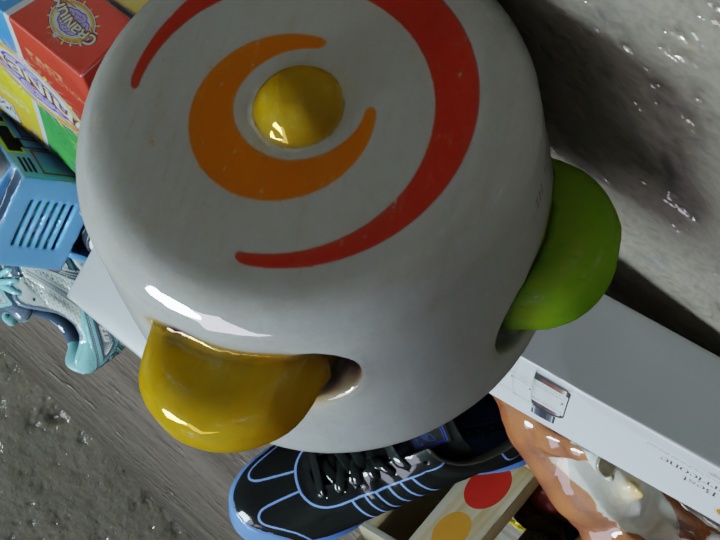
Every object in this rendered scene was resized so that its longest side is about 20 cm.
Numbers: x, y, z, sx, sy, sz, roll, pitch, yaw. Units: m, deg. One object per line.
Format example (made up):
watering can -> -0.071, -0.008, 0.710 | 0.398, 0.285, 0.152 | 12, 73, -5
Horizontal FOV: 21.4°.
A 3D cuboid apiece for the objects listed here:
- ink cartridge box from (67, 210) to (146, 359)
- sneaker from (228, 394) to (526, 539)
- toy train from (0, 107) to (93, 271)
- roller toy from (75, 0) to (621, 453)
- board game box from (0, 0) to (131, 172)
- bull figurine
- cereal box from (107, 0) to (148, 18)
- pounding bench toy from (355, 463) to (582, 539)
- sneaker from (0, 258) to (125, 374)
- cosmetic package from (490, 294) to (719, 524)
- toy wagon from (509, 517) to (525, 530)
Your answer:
ink cartridge box -> -0.097, 0.019, 1.173 | 0.116, 0.067, 0.200 | 37, -164, 20
sneaker -> 0.015, 0.101, 1.088 | 0.078, 0.199, 0.071 | 79, 170, -70
toy train -> -0.216, -0.081, 1.216 | 0.114, 0.087, 0.200 | 8, -146, -41
roller toy -> -0.017, -0.033, 0.751 | 0.183, 0.199, 0.140 | 57, 173, 28
board game box -> -0.166, -0.111, 1.052 | 0.153, 0.040, 0.200 | 38, 165, 22
bull figurine -> 0.118, 0.093, 1.003 | 0.200, 0.065, 0.121 | 48, 167, -26
cereal box -> -0.113, -0.116, 1.058 | 0.144, 0.040, 0.200 | 35, 164, 28
pounding bench toy -> 0.059, 0.171, 1.209 | 0.200, 0.156, 0.124 | 23, 157, 52
sneaker -> -0.232, -0.010, 1.330 | 0.200, 0.086, 0.078 | 46, 163, -12
cosmetic package -> 0.108, 0.049, 0.882 | 0.199, 0.051, 0.083 | 29, 165, 12
toy wagon -> 0.038, 0.133, 1.387 | 0.200, 0.040, 0.155 | 37, 165, 20
